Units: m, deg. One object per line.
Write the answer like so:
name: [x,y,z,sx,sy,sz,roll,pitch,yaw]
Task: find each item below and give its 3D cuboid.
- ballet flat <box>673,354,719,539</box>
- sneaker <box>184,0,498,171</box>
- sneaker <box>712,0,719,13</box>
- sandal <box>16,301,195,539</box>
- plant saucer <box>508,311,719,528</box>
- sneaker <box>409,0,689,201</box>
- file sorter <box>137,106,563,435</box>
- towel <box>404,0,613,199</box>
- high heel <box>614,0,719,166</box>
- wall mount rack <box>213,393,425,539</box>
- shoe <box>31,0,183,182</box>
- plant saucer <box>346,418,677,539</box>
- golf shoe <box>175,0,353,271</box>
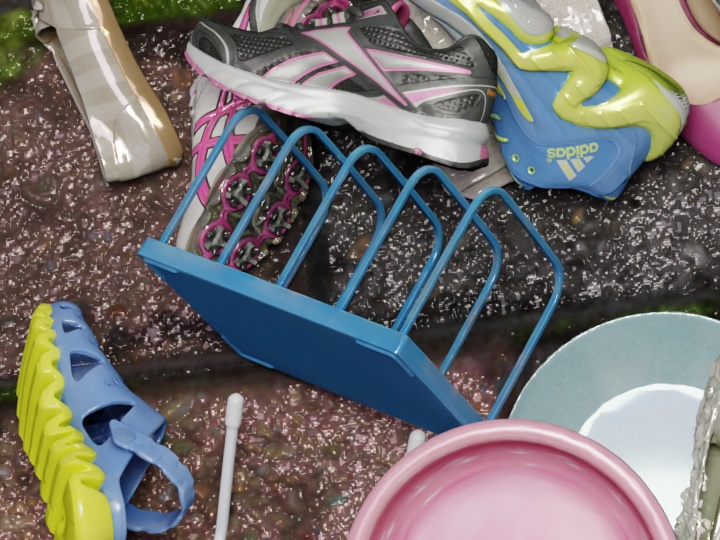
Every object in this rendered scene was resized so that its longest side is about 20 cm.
ballet flat: [0.224,0.125,1.645,0.071,0.072,0.201,12,77,11]
sneaker: [-0.003,-0.124,1.687,0.199,0.080,0.087,18,91,17]
sneaker: [0.238,-0.165,1.712,0.078,0.085,0.201,-42,44,24]
sandal: [-0.158,0.099,1.729,0.087,0.080,0.201,-3,47,-21]
plant saucer: [0.183,0.126,1.705,0.200,0.039,0.202,-2,76,7]
sneaker: [0.095,-0.108,1.711,0.199,0.076,0.105,29,103,-6]
file sorter: [0.000,0.000,1.685,0.199,0.139,0.123,20,72,35]
towel: [0.081,-0.153,1.755,0.132,0.034,0.201,-22,101,1]
high heel: [0.195,-0.150,1.746,0.067,0.096,0.200,-33,73,-1]
wall mount rack: [-0.037,0.176,1.706,0.199,0.075,0.175,11,68,10]
shoe: [-0.179,-0.146,1.813,0.053,0.070,0.201,-27,75,-7]
plant saucer: [0.089,0.186,1.632,0.199,0.051,0.202,-1,86,10]
golf shoe: [-0.073,-0.088,1.791,0.092,0.073,0.201,16,78,41]
